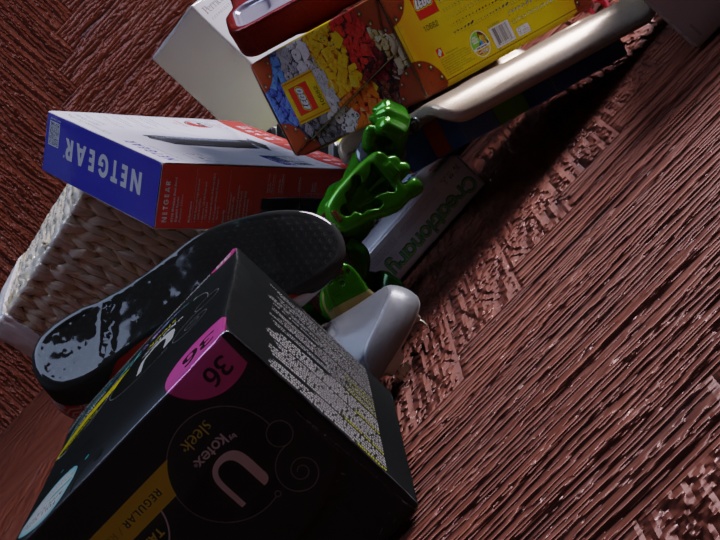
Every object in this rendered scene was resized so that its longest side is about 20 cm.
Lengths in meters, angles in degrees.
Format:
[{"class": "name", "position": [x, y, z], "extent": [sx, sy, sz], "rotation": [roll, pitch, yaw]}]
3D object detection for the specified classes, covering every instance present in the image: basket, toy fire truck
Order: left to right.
[{"class": "basket", "position": [-0.190, 0.011, 1.433], "extent": [0.161, 0.198, 0.200], "rotation": [-58, 13, 7]}, {"class": "toy fire truck", "position": [-0.010, -0.235, 1.216], "extent": [0.199, 0.112, 0.168], "rotation": [-26, 32, 4]}]

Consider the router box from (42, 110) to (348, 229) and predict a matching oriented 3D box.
[{"class": "router box", "position": [-0.120, -0.076, 1.270], "extent": [0.200, 0.179, 0.049], "rotation": [24, 110, 52]}]

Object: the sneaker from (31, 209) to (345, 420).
[{"class": "sneaker", "position": [-0.095, 0.039, 1.027], "extent": [0.201, 0.067, 0.108], "rotation": [-27, -31, -3]}]

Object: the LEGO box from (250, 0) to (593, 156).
[{"class": "LEGO box", "position": [0.046, -0.170, 1.193], "extent": [0.200, 0.077, 0.149], "rotation": [-32, 8, -40]}]

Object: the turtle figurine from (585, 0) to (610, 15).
[{"class": "turtle figurine", "position": [0.161, -0.255, 1.342], "extent": [0.200, 0.149, 0.101], "rotation": [-39, -43, -65]}]

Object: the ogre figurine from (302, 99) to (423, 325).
[{"class": "ogre figurine", "position": [-0.013, -0.003, 1.089], "extent": [0.120, 0.098, 0.201], "rotation": [145, 122, -73]}]

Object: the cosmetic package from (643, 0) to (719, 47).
[{"class": "cosmetic package", "position": [0.212, -0.222, 1.050], "extent": [0.108, 0.085, 0.200], "rotation": [-47, 10, 16]}]

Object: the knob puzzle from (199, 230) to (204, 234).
[{"class": "knob puzzle", "position": [-0.102, 0.076, 1.106], "extent": [0.220, 0.030, 0.221], "rotation": [-38, 46, 55]}]

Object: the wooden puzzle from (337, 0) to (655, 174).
[{"class": "wooden puzzle", "position": [0.096, -0.123, 1.173], "extent": [0.185, 0.046, 0.200], "rotation": [-30, 7, -21]}]

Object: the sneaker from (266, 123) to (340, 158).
[{"class": "sneaker", "position": [-0.048, -0.080, 1.402], "extent": [0.200, 0.090, 0.079], "rotation": [3, 88, 54]}]

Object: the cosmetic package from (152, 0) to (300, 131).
[{"class": "cosmetic package", "position": [-0.074, -0.171, 1.506], "extent": [0.081, 0.200, 0.113], "rotation": [-42, 9, 41]}]

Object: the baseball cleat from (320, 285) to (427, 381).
[{"class": "baseball cleat", "position": [-0.056, 0.068, 0.967], "extent": [0.200, 0.106, 0.070], "rotation": [-48, 15, -3]}]

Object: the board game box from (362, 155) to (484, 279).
[{"class": "board game box", "position": [0.000, 0.000, 1.241], "extent": [0.200, 0.035, 0.126], "rotation": [-49, 10, -9]}]

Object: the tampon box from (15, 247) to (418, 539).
[{"class": "tampon box", "position": [-0.070, 0.099, 0.844], "extent": [0.150, 0.126, 0.200], "rotation": [-47, 9, 6]}]

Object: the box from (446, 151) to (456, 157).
[{"class": "box", "position": [0.014, -0.072, 1.458], "extent": [0.199, 0.050, 0.200], "rotation": [-53, 10, -26]}]
